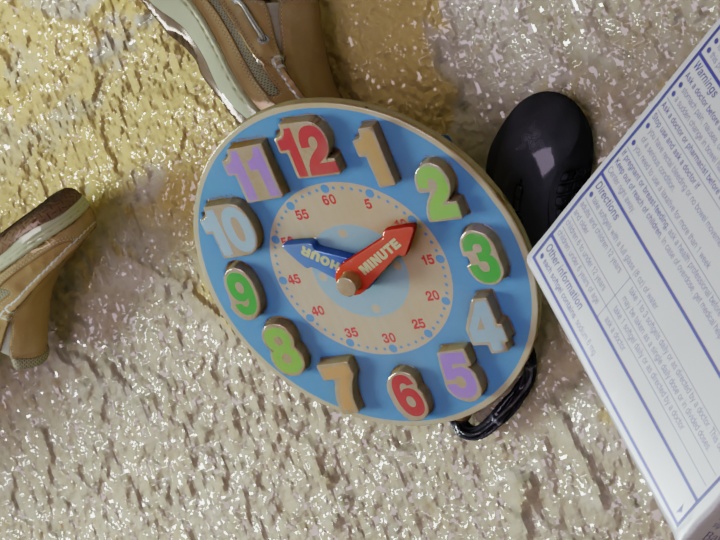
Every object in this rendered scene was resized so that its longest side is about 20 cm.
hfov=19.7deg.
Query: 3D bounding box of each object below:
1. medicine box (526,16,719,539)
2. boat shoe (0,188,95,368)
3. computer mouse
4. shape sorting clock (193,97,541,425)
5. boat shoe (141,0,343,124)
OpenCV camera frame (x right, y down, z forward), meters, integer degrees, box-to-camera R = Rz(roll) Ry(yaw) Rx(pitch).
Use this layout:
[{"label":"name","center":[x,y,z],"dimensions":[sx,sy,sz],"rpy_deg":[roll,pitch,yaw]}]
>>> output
[{"label":"medicine box","center":[0.197,-0.001,0.937],"dimensions":[0.200,0.102,0.183],"rpy_deg":[-52,43,29]},{"label":"boat shoe","center":[-0.216,0.024,1.281],"dimensions":[0.076,0.072,0.200],"rpy_deg":[52,131,-2]},{"label":"computer mouse","center":[0.078,0.001,1.101],"dimensions":[0.058,0.034,0.201],"rpy_deg":[23,112,27]},{"label":"shape sorting clock","center":[0.000,0.000,1.095],"dimensions":[0.199,0.039,0.201],"rpy_deg":[14,124,22]},{"label":"boat shoe","center":[-0.048,-0.126,1.143],"dimensions":[0.076,0.072,0.200],"rpy_deg":[-45,75,15]}]
